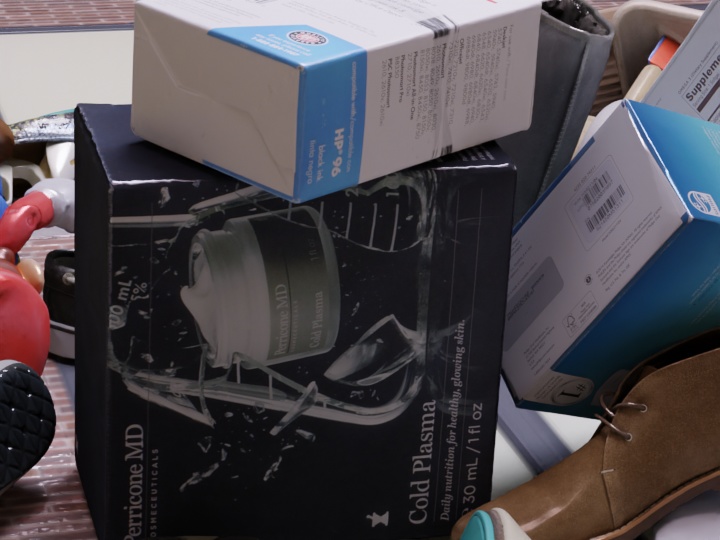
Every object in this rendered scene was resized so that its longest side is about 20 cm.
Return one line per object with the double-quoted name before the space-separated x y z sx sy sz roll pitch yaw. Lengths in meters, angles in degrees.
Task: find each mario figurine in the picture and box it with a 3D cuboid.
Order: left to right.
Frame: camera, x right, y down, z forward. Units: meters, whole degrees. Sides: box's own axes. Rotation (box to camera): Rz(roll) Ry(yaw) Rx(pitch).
"mario figurine" -0.218 0.004 1.243 0.106 0.124 0.200 18 36 -36

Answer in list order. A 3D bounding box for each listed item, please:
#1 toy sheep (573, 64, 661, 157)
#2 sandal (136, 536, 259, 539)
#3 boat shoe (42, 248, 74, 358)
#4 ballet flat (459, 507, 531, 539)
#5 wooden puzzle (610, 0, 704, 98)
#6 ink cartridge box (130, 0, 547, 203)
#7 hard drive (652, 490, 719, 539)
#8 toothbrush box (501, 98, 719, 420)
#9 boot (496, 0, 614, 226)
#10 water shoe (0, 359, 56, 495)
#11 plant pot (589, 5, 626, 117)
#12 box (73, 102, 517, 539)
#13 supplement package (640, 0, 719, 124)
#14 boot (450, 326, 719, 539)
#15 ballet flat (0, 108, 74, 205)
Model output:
"toy sheep" 0.206 -0.052 1.409 0.200 0.138 0.138 20 27 27
"sandal" -0.093 0.156 0.949 0.080 0.058 0.201 5 6 21
"boat shoe" -0.088 0.023 1.267 0.199 0.064 0.071 5 21 6
"ballet flat" 0.064 0.169 0.929 0.069 0.070 0.200 5 23 6
"wooden puzzle" 0.268 -0.087 1.468 0.199 0.186 0.046 12 52 28
"ink cartridge box" 0.004 -0.100 1.036 0.116 0.068 0.200 25 32 39
"hard drive" 0.208 0.137 1.063 0.131 0.027 0.200 4 22 6
"toothbrush box" 0.179 0.007 1.131 0.200 0.147 0.085 11 42 -36
"boot" 0.089 -0.081 1.366 0.072 0.201 0.182 -3 22 -23
"water shoe" -0.227 0.108 1.059 0.079 0.072 0.200 -17 9 35
"plant pot" 0.129 -0.117 1.567 0.200 0.093 0.201 -16 -1 0
"box" -0.038 0.024 1.083 0.196 0.201 0.124 -3 23 -13
"supplement package" 0.260 -0.099 1.270 0.111 0.156 0.200 46 41 16
"boot" 0.125 0.086 1.070 0.199 0.076 0.074 -23 20 -13
"ballet flat" -0.236 -0.064 1.495 0.199 0.074 0.074 -11 25 -27
